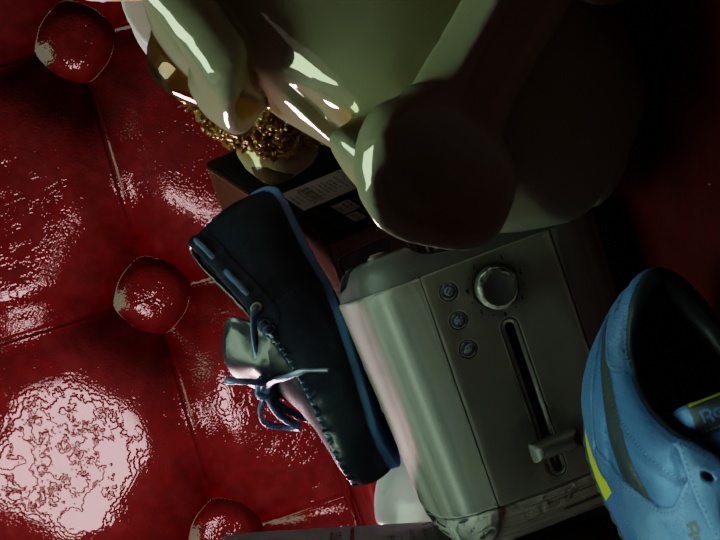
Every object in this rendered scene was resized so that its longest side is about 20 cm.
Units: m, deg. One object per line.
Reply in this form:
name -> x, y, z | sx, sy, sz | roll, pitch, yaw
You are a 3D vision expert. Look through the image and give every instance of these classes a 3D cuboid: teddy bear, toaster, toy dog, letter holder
teddy bear -> -0.024, -0.094, 0.765 | 0.200, 0.144, 0.067 | -86, 18, -65
toaster -> 0.059, 0.043, 0.650 | 0.200, 0.113, 0.130 | 156, 95, -85
toy dog -> 0.000, -0.101, 0.522 | 0.199, 0.140, 0.193 | 28, -174, 35
letter holder -> 0.000, 0.000, 0.904 | 0.200, 0.100, 0.143 | 34, 144, 59

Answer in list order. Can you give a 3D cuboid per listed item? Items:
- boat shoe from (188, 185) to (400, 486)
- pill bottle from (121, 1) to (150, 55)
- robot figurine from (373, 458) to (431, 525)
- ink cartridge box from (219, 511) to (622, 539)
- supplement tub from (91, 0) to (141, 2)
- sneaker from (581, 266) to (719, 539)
boat shoe -> -0.037, 0.041, 0.743 | 0.200, 0.068, 0.085 | -119, 6, -51
pill bottle -> -0.094, -0.178, 0.983 | 0.200, 0.113, 0.115 | -11, -97, -84
robot figurine -> 0.074, 0.163, 0.804 | 0.170, 0.112, 0.202 | 168, 85, -82
ink cartridge box -> 0.034, 0.153, 0.643 | 0.116, 0.198, 0.067 | 34, -128, -90
supplement tub -> -0.087, -0.211, 0.738 | 0.145, 0.198, 0.146 | 178, 90, -76
sneaker -> 0.121, 0.086, 0.442 | 0.079, 0.065, 0.201 | 87, 165, -51
